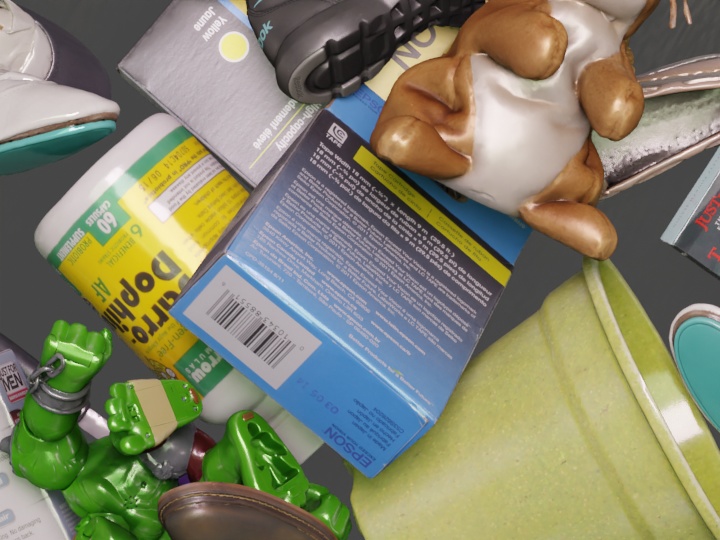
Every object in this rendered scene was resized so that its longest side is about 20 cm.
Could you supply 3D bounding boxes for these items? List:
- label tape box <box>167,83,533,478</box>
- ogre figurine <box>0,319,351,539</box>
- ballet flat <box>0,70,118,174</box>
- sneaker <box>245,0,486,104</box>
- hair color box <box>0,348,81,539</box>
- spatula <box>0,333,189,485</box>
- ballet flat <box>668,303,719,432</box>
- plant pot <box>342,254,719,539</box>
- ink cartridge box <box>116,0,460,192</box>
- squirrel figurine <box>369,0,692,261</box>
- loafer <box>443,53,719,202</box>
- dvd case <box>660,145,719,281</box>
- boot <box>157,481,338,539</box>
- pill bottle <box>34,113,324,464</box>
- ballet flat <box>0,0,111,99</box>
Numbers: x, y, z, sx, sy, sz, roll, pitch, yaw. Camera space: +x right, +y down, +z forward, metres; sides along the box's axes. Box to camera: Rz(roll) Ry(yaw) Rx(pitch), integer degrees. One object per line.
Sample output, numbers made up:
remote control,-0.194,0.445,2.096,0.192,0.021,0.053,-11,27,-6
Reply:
label tape box,0.000,0.000,1.391,0.144,0.200,0.063,40,127,-6
ogre figurine,-0.112,0.111,1.398,0.199,0.120,0.098,18,54,-33
ballet flat,-0.224,-0.077,1.428,0.200,0.069,0.070,-23,90,33
sneaker,0.027,-0.171,1.424,0.199,0.076,0.079,-26,58,-16
hair color box,-0.208,0.158,1.463,0.099,0.061,0.201,-25,91,10
spatula,-0.150,0.094,1.490,0.200,0.021,0.057,37,91,0
ballet flat,0.258,0.090,1.474,0.069,0.069,0.200,-43,93,0
plant pot,0.098,0.116,1.420,0.184,0.200,0.201,-28,90,11
ink cartridge box,-0.006,-0.127,1.481,0.200,0.047,0.198,40,89,2
squirrel figurine,0.100,-0.126,1.366,0.141,0.200,0.187,25,96,-8
loafer,0.144,-0.076,1.467,0.199,0.063,0.072,-21,98,-2
dvd case,0.288,-0.025,1.461,0.200,0.022,0.146,33,90,-21
boot,-0.040,0.193,1.349,0.075,0.200,0.097,-23,46,25
pill bottle,-0.082,0.017,1.445,0.113,0.113,0.200,-44,91,0
ballet flat,-0.238,-0.140,1.467,0.199,0.073,0.073,30,90,0
